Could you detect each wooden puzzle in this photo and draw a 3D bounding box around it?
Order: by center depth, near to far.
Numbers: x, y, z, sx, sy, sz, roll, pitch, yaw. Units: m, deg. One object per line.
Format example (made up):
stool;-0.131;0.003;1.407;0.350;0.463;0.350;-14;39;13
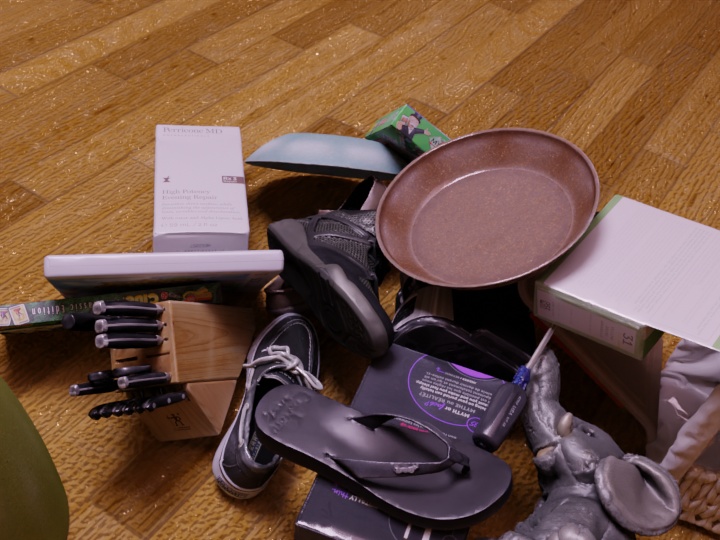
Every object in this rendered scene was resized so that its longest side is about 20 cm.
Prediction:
wooden puzzle;0.225;0.049;0.876;0.200;0.037;0.185;50;30;-6

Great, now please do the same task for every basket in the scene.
basket;0.367;0.116;0.799;0.161;0.198;0.200;23;42;8

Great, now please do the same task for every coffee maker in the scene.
coffee maker;0.120;0.039;0.879;0.192;0.135;0.200;10;42;-1

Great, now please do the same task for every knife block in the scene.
knife block;-0.170;0.053;0.770;0.064;0.176;0.200;-9;37;19

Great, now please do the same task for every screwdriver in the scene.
screwdriver;0.142;0.070;0.749;0.029;0.028;0.200;28;53;9

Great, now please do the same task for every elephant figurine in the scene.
elephant figurine;0.181;0.185;0.722;0.141;0.155;0.200;4;40;34

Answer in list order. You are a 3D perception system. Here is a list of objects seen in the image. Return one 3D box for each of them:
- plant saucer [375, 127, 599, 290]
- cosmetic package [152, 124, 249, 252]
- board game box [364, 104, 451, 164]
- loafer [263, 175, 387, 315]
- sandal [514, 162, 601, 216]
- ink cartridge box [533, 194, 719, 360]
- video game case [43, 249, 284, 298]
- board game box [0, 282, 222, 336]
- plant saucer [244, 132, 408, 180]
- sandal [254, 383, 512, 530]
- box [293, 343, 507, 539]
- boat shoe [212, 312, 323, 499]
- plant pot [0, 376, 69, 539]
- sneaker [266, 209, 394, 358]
plant saucer;0.113;-0.050;0.806;0.200;0.037;0.201;-13;45;13
cosmetic package;-0.178;-0.079;0.999;0.101;0.074;0.200;-1;44;-13
board game box;0.077;-0.124;1.006;0.134;0.029;0.200;38;0;-9
loafer;-0.035;-0.030;0.940;0.073;0.071;0.200;1;39;50
sandal;0.228;-0.033;0.872;0.201;0.057;0.080;46;30;-11
ink cartridge box;0.265;0.017;0.743;0.200;0.048;0.145;25;50;32
video game case;-0.183;0.006;0.845;0.199;0.182;0.022;-2;83;-13
board game box;-0.234;0.037;0.840;0.199;0.105;0.024;-6;81;-15
plant saucer;-0.030;-0.130;1.023;0.200;0.039;0.201;6;4;0
sandal;0.014;0.132;0.662;0.200;0.043;0.076;16;42;11
box;0.035;0.174;0.731;0.122;0.106;0.200;17;42;11
boat shoe;-0.074;0.104;0.803;0.074;0.068;0.200;33;43;-7
plant pot;-0.312;0.131;0.640;0.187;0.200;0.187;5;41;-5
sneaker;0.000;0.000;0.819;0.114;0.076;0.199;-19;34;-18
